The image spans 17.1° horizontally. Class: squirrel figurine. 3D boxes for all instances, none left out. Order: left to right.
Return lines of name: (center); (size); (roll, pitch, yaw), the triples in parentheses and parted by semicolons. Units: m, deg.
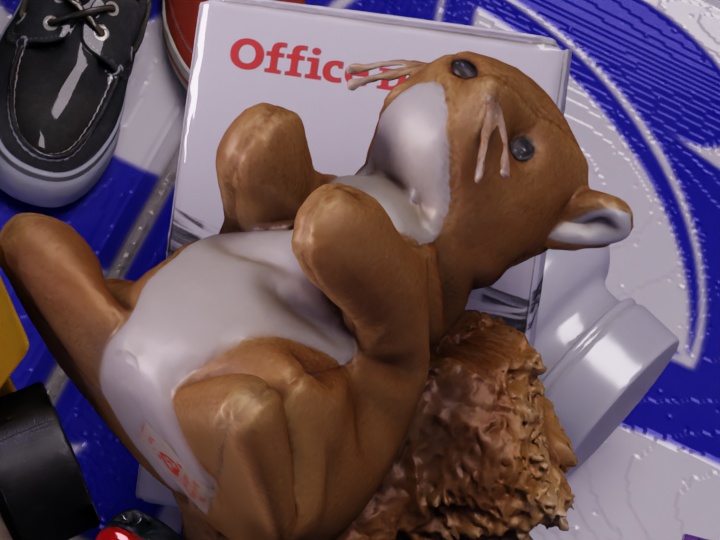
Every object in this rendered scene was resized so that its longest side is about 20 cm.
squirrel figurine: (0.006, 0.020, 0.854); (0.187, 0.201, 0.141); (-40, 42, -20)

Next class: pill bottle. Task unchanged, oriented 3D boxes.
pill bottle: (0.039, -0.003, 1.051); (0.200, 0.112, 0.111); (41, 50, 13)

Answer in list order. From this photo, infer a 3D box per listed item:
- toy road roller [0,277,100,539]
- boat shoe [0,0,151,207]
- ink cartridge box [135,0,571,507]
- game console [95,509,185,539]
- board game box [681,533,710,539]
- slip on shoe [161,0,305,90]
toy road roller: (-0.187, 0.026, 0.864); (0.122, 0.201, 0.146); (-24, 27, -8)
boat shoe: (-0.131, -0.118, 1.111); (0.068, 0.057, 0.201); (17, 49, -9)
ink cartridge box: (0.000, 0.000, 0.953); (0.146, 0.201, 0.086); (9, 4, 7)
game console: (-0.010, 0.152, 0.843); (0.172, 0.200, 0.119); (37, 52, 10)
board game box: (0.166, 0.195, 0.964); (0.119, 0.032, 0.200); (11, 38, 12)
slip on shoe: (-0.058, -0.145, 1.157); (0.074, 0.061, 0.201); (3, 51, -17)
